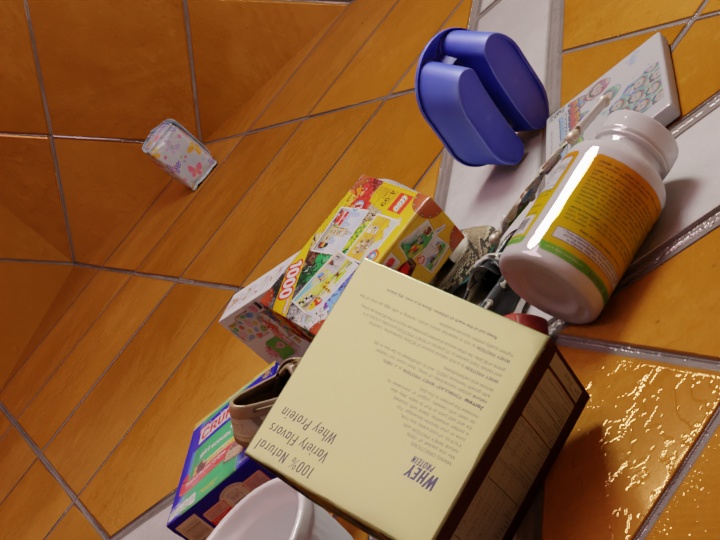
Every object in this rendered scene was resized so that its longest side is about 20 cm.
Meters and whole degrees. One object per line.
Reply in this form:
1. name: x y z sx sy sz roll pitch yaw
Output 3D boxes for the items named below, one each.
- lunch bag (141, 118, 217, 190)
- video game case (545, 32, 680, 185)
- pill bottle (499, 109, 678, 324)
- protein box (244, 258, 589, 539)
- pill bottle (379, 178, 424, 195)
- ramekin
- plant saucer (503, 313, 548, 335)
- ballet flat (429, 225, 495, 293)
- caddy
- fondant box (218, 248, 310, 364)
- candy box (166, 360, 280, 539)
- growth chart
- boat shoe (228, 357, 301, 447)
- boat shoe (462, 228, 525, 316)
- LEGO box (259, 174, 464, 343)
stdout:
1. lunch bag: -0.490 -0.315 3.312 0.127 0.169 0.200 -52 18 -5
2. video game case: 0.294 -0.182 1.462 0.182 0.024 0.200 -38 21 29
3. pill bottle: 0.232 -0.057 1.215 0.200 0.111 0.111 -55 19 -19
4. protein box: 0.051 0.132 1.053 0.198 0.135 0.200 23 75 34
5. pill bottle: 0.052 -0.050 1.608 0.114 0.114 0.200 -49 20 -1
6. ramekin: -0.091 0.316 1.233 0.200 0.098 0.201 -43 19 19
7. plant saucer: 0.086 0.123 1.185 0.199 0.037 0.200 -20 32 17
8. ballet flat: 0.086 0.008 1.476 0.200 0.075 0.068 -51 31 -9
9. caddy: 0.154 -0.225 1.618 0.105 0.200 0.142 13 60 51
10. fondant box: -0.071 0.058 1.630 0.200 0.144 0.058 -32 25 41
11. candy box: -0.150 0.234 1.567 0.169 0.077 0.200 -40 19 24
12. growth chart: 0.202 -0.108 1.344 0.145 0.018 0.200 -47 -6 -44
13. boat shoe: -0.070 0.140 1.487 0.200 0.065 0.071 -30 34 -32
14. boat shoe: 0.148 0.016 1.341 0.076 0.060 0.200 -34 23 40
15. LEGO box: 0.000 0.000 1.420 0.200 0.077 0.149 -52 33 -10
